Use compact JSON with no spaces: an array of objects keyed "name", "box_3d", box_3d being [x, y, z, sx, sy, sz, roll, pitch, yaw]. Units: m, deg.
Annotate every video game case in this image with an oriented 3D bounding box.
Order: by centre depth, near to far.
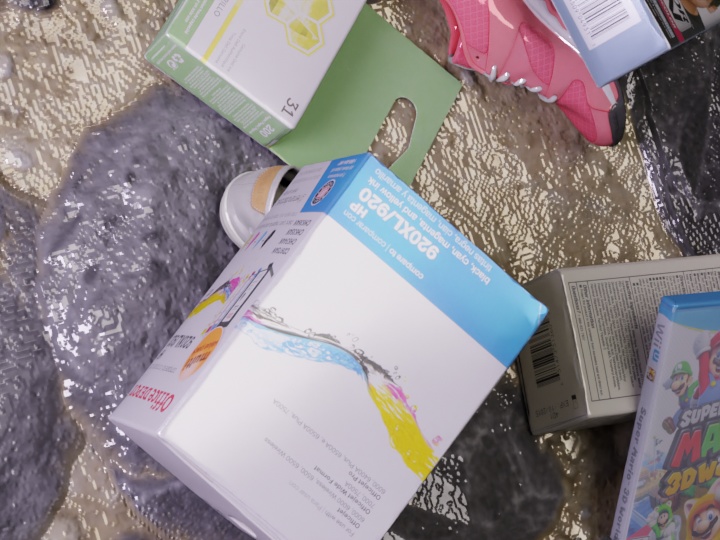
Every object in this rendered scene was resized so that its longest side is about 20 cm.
[{"name":"video game case","box_3d":[0.241,0.108,1.373,0.142,0.018,0.202,-4,114,-30]}]

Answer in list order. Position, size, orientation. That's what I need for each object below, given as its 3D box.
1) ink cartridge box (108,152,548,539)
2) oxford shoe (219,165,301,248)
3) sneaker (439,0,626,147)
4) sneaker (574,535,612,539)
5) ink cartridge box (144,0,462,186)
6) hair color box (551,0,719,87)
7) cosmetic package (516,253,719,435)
[{"name":"ink cartridge box","box_3d":[-0.023,0.057,1.195,0.144,0.147,0.201,40,79,-13]},{"name":"oxford shoe","box_3d":[0.000,0.000,1.310,0.199,0.058,0.076,35,59,-19]},{"name":"sneaker","box_3d":[0.105,-0.156,1.421,0.087,0.074,0.201,-39,103,-5]},{"name":"sneaker","box_3d":[0.090,0.232,1.296,0.198,0.060,0.105,-5,80,-36]},{"name":"ink cartridge box","box_3d":[-0.025,-0.138,1.342,0.199,0.048,0.146,36,60,-14]},{"name":"hair color box","box_3d":[0.192,-0.196,1.421,0.100,0.060,0.200,62,25,-2]},{"name":"cosmetic package","box_3d":[0.205,0.048,1.405,0.198,0.071,0.106,-3,78,-31]}]
